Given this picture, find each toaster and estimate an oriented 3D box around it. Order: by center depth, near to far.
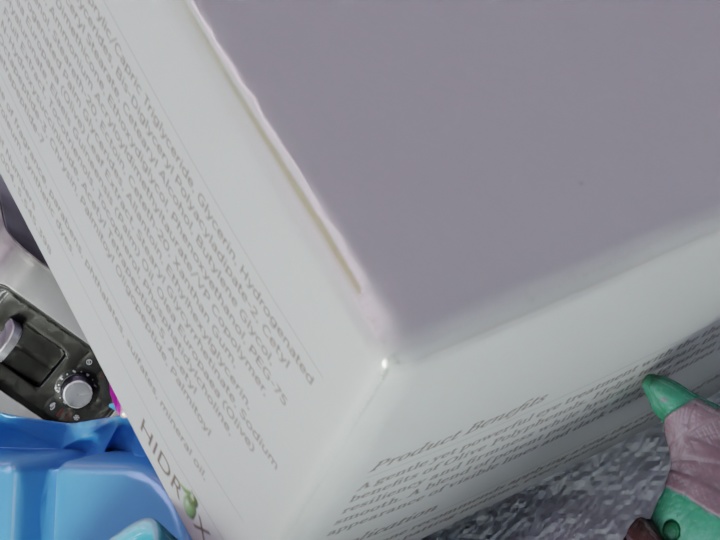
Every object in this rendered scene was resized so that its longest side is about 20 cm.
[{"bbox_3d":[-0.213,0.049,1.154,0.181,0.119,0.200,-49,24,8],"label":"toaster"}]

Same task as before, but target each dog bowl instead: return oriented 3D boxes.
[{"bbox_3d":[-0.110,0.107,0.762,0.199,0.050,0.112,-3,82,35],"label":"dog bowl"}]

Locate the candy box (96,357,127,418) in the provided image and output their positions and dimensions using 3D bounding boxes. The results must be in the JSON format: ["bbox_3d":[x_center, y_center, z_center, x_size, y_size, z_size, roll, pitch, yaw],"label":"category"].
[{"bbox_3d":[0.000,0.000,0.743,0.136,0.199,0.061,-128,41,-64],"label":"candy box"}]

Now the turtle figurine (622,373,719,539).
[{"bbox_3d":[0.060,0.135,0.581,0.200,0.101,0.150,-55,-16,-7],"label":"turtle figurine"}]

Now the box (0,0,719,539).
[{"bbox_3d":[0.018,-0.046,0.593,0.199,0.200,0.171,-21,-21,-28],"label":"box"}]

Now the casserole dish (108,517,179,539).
[{"bbox_3d":[-0.088,0.152,0.634,0.200,0.039,0.122,-41,31,58],"label":"casserole dish"}]
